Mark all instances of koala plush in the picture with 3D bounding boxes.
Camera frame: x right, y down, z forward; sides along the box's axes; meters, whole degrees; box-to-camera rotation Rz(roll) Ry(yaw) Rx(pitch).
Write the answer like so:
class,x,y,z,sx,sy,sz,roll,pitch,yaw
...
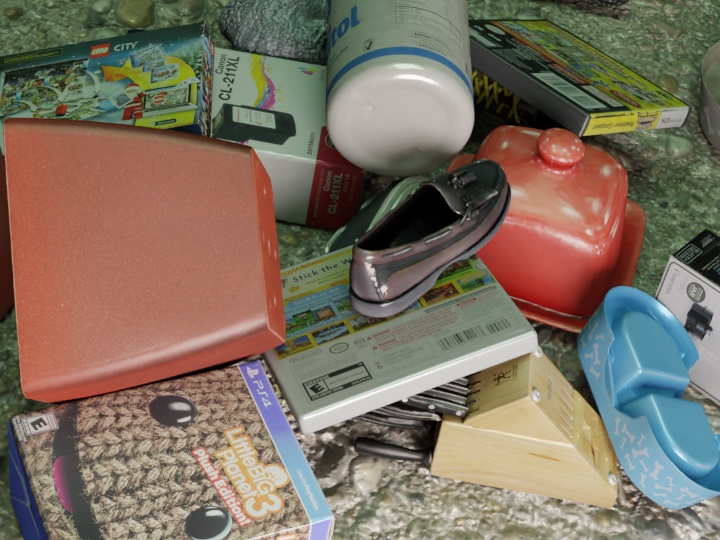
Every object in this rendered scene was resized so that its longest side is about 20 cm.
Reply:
class,x,y,z,sx,sy,sz,roll,pitch,yaw
koala plush,-0.046,-0.303,1.597,0.177,0.201,0.184,25,27,13

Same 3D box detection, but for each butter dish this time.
class,x,y,z,sx,sy,sz,roll,pitch,yaw
butter dish,0.166,-0.064,1.466,0.199,0.148,0.200,18,45,6

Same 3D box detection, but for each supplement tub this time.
class,x,y,z,sx,sy,sz,roll,pitch,yaw
supplement tub,0.034,-0.195,1.455,0.131,0.132,0.200,5,47,-7

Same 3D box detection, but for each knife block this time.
class,x,y,z,sx,sy,sz,roll,pitch,yaw
knife block,0.092,0.135,1.323,0.200,0.175,0.064,46,35,-30

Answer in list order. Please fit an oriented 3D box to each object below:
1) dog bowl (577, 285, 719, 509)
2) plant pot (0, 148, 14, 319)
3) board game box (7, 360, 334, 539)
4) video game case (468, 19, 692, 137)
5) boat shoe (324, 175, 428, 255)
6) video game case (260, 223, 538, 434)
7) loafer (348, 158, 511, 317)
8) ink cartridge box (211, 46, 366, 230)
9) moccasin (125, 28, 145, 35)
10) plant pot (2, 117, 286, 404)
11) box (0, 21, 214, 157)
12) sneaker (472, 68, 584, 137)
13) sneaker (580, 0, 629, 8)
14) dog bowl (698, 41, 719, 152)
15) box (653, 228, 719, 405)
class,x,y,z,sx,sy,sz,roll,pitch,yaw
dog bowl,0.243,0.108,1.344,0.111,0.050,0.200,13,47,-38
plant pot,-0.373,-0.064,1.334,0.200,0.178,0.201,6,44,-6
board game box,-0.143,0.174,1.197,0.199,0.097,0.160,-12,49,-22
video game case,0.196,-0.191,1.575,0.180,0.026,0.200,-10,39,-47
boat shoe,0.000,0.000,1.428,0.076,0.060,0.200,50,64,-13
video game case,0.015,0.038,1.308,0.199,0.023,0.182,-20,39,-12
loafer,0.060,-0.040,1.327,0.072,0.063,0.200,18,46,33
ink cartridge box,-0.092,-0.127,1.522,0.199,0.083,0.146,10,45,-3
moccasin,-0.238,-0.163,1.532,0.068,0.081,0.200,6,43,0
plant pot,-0.153,-0.007,1.223,0.176,0.200,0.201,-5,82,2
box,-0.233,-0.150,1.453,0.199,0.038,0.137,-8,48,7
sneaker,0.151,-0.182,1.617,0.199,0.075,0.085,12,20,0
sneaker,0.214,-0.348,1.831,0.199,0.074,0.080,16,30,-2
dog bowl,0.445,-0.166,1.691,0.199,0.059,0.200,6,45,-6
box,0.346,0.069,1.393,0.200,0.117,0.060,36,47,25
